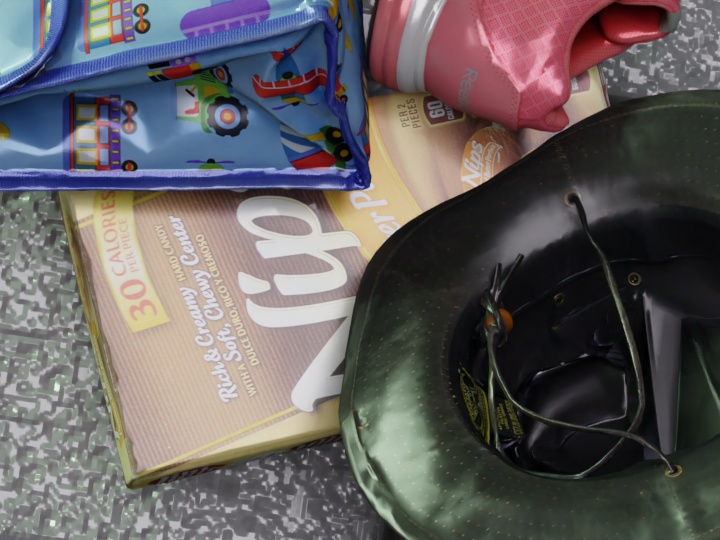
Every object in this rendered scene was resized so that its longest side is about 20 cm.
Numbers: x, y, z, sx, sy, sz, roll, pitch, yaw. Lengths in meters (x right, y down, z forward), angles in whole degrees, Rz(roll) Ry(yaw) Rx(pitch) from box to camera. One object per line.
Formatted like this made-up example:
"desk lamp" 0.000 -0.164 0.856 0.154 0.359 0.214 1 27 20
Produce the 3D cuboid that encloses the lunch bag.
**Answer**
"lunch bag" -0.103 -0.101 1.006 0.200 0.094 0.151 -8 53 5

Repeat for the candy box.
"candy box" 0.000 0.000 1.036 0.200 0.055 0.116 -13 83 -10

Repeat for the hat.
"hat" 0.096 0.039 0.962 0.200 0.081 0.201 -12 50 15

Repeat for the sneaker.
"sneaker" 0.088 -0.118 1.035 0.087 0.074 0.200 31 61 19
